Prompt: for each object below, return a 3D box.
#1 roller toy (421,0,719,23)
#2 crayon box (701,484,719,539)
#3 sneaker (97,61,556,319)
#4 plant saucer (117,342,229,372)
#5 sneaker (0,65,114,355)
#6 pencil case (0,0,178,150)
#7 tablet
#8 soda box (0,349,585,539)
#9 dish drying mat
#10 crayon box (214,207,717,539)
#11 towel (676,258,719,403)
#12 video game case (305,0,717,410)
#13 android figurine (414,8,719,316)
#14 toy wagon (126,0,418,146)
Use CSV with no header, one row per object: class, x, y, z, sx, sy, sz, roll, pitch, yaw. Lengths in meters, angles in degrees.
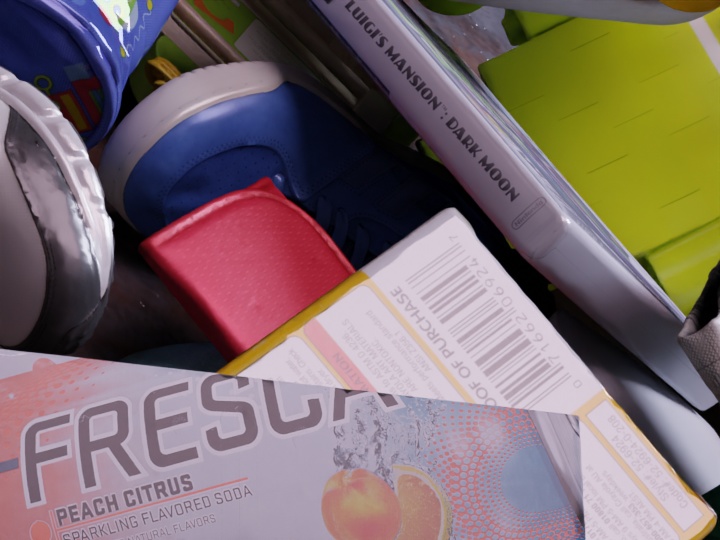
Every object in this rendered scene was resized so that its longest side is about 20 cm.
roller toy,0.092,-0.190,1.150,0.139,0.184,0.200,5,0,-21
crayon box,0.193,0.162,1.016,0.200,0.058,0.119,45,22,-31
sneaker,0.001,-0.001,1.046,0.200,0.077,0.111,23,23,-54
plant saucer,-0.001,0.093,0.950,0.200,0.036,0.200,36,26,-21
sneaker,-0.153,-0.047,0.897,0.200,0.074,0.080,48,38,16
pencil case,-0.093,-0.121,1.032,0.078,0.087,0.200,54,35,-26
tablet,0.126,0.113,1.040,0.130,0.014,0.201,36,27,-47
soda box,-0.043,0.066,0.775,0.199,0.068,0.064,7,67,-21
dish drying mat,0.014,0.056,0.954,0.200,0.018,0.077,51,36,6
crayon box,-0.008,0.085,0.856,0.200,0.052,0.126,-35,81,-35
towel,0.180,0.069,0.990,0.200,0.034,0.193,54,19,-4
video game case,0.048,-0.043,1.080,0.182,0.023,0.200,51,7,28
android figurine,0.127,-0.061,1.211,0.041,0.199,0.183,63,3,-53
toy wagon,-0.050,-0.084,1.141,0.155,0.040,0.200,44,25,-5
